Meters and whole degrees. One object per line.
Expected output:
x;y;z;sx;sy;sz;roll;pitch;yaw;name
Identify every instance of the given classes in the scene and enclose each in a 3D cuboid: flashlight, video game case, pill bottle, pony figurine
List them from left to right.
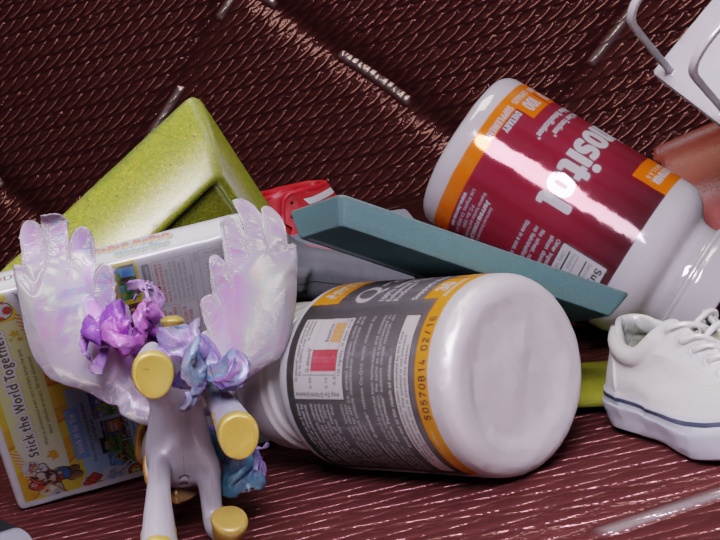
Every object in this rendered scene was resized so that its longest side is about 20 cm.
-0.150;0.062;1.014;0.182;0.200;0.023;-15;46;-10;video game case
-0.107;0.064;0.891;0.166;0.193;0.200;-3;9;-12;pony figurine
0.000;0.000;1.078;0.200;0.068;0.068;7;-29;-20;flashlight
0.024;0.063;0.949;0.116;0.117;0.200;-17;9;-41;pill bottle
0.151;-0.032;1.048;0.200;0.113;0.113;32;18;11;pill bottle

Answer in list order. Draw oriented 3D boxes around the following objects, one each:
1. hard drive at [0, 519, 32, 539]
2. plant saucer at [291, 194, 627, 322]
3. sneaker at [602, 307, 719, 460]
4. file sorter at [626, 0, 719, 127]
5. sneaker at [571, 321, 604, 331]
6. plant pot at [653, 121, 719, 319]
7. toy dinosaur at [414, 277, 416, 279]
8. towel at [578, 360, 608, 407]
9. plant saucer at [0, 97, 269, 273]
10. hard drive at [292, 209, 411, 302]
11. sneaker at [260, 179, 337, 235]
-0.275;0.173;0.838;0.200;0.042;0.135;-15;7;-28;hard drive
0.059;-0.003;0.938;0.200;0.019;0.070;19;-15;-24;plant saucer
0.190;0.059;0.877;0.073;0.071;0.200;-14;7;-23;sneaker
0.268;-0.120;0.874;0.139;0.200;0.124;-51;-24;8;file sorter
0.177;0.019;1.304;0.077;0.078;0.200;-24;1;7;sneaker
0.323;-0.047;1.126;0.195;0.201;0.201;-18;4;17;plant pot
0.066;0.038;1.043;0.088;0.048;0.200;1;-31;2;toy dinosaur
0.131;0.081;1.054;0.200;0.018;0.086;-7;11;32;towel
-0.131;0.015;1.129;0.200;0.200;0.048;-45;43;-14;plant saucer
-0.036;0.040;1.148;0.200;0.135;0.042;-18;32;-33;hard drive
-0.075;0.004;1.296;0.078;0.116;0.200;-4;40;38;sneaker
